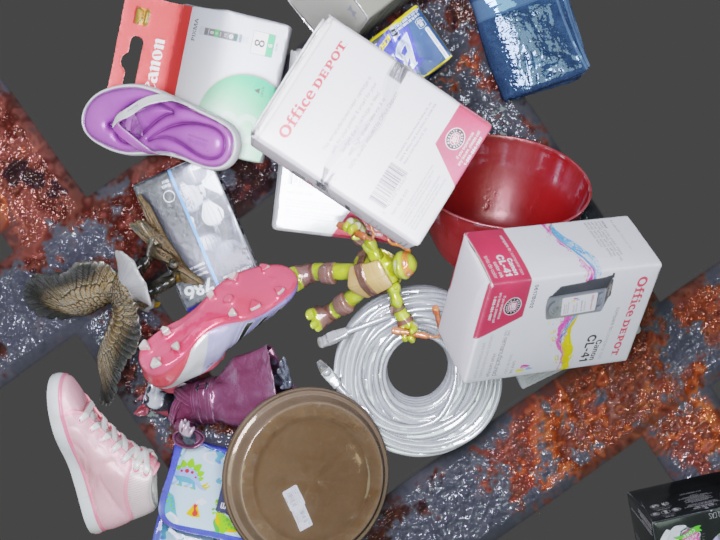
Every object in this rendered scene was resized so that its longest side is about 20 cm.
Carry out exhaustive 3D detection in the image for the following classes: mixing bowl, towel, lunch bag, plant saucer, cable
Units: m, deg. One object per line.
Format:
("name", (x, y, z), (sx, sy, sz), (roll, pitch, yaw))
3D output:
("mixing bowl", (0.154, -0.058, 1.325), (0.197, 0.201, 0.109), (3, 125, -2))
("towel", (0.186, -0.304, 1.357), (0.110, 0.049, 0.202), (-18, 96, 1))
("lunch bag", (-0.156, 0.312, 1.374), (0.168, 0.127, 0.202), (13, 84, -3))
("plant saucer", (-0.056, 0.232, 1.314), (0.198, 0.029, 0.203), (0, 90, -20))
("cable", (0.067, 0.118, 1.384), (0.199, 0.069, 0.201), (-30, 97, 1))

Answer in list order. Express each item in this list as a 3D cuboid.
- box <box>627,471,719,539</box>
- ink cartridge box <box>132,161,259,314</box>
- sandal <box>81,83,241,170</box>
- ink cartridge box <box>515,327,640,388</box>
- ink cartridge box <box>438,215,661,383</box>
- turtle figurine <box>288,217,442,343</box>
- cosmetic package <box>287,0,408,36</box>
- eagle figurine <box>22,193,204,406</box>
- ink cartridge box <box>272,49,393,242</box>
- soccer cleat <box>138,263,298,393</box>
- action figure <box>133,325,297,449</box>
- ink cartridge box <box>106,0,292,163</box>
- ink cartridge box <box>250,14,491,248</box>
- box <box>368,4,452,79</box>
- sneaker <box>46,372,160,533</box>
("box", (0.417, 0.360, 1.390), (0.147, 0.124, 0.202), (-12, 97, 1))
("ink cartridge box", (-0.182, -0.027, 1.378), (0.099, 0.039, 0.202), (-24, 96, 0))
("sandal", (-0.231, -0.165, 1.327), (0.200, 0.050, 0.084), (12, 98, 15))
("ink cartridge box", (0.227, 0.031, 1.337), (0.161, 0.057, 0.201), (-25, 130, 1))
("ink cartridge box", (0.196, 0.030, 1.231), (0.198, 0.086, 0.149), (-6, 132, -17))
("turtle figurine", (0.000, 0.000, 1.294), (0.160, 0.065, 0.201), (-17, 117, 32))
("cosmetic package", (0.027, -0.334, 1.280), (0.087, 0.103, 0.200), (49, 61, -4))
("eagle figurine", (-0.278, 0.042, 1.330), (0.199, 0.152, 0.151), (-38, 130, 8))
("ink cartridge box", (-0.018, -0.140, 1.340), (0.146, 0.086, 0.203), (8, 93, -3))
("soccer cleat", (-0.154, 0.063, 1.300), (0.199, 0.077, 0.067), (-34, 57, -8))
("action figure", (-0.170, 0.147, 1.382), (0.198, 0.149, 0.136), (-6, 66, 17))
("ink cartridge box", (-0.191, -0.224, 1.354), (0.198, 0.050, 0.163), (12, 95, -5))
("ink cartridge box", (0.007, -0.136, 1.179), (0.199, 0.085, 0.146), (34, 85, -4))
("box", (-0.001, -0.193, 1.255), (0.199, 0.064, 0.070), (-37, 93, 1))
("sneaker", (-0.294, 0.205, 1.377), (0.103, 0.075, 0.202), (-14, 103, 4))
